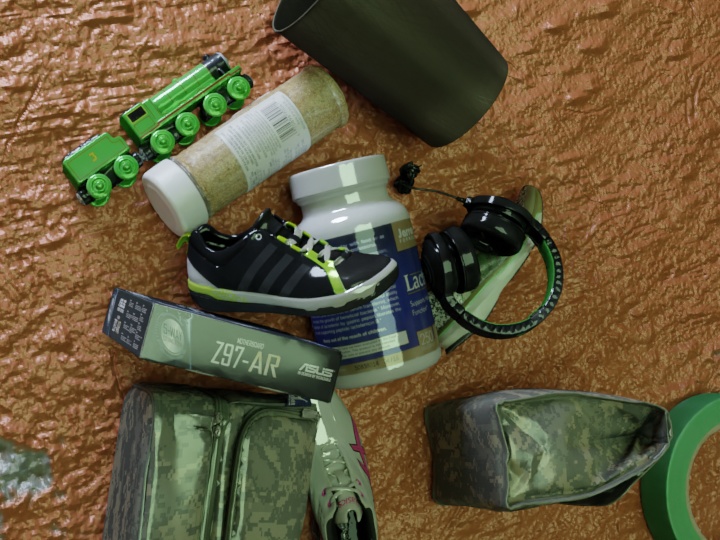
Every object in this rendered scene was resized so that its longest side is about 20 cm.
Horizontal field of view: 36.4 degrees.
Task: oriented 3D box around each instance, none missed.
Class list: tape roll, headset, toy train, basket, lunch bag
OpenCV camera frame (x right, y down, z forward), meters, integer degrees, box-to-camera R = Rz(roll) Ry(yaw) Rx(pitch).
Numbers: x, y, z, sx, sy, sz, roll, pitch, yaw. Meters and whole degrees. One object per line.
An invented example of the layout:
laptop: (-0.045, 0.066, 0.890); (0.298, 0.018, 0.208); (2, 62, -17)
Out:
tape roll: (0.407, 0.240, 1.228); (0.198, 0.048, 0.203); (1, 88, -23)
headset: (0.104, -0.023, 1.057); (0.123, 0.094, 0.201); (-38, 85, -16)
toy train: (-0.184, -0.131, 0.996); (0.200, 0.042, 0.057); (-40, 92, -20)
basket: (0.035, -0.225, 1.045); (0.199, 0.136, 0.181); (39, 41, -24)
lunch bag: (-0.125, 0.196, 0.951); (0.166, 0.139, 0.203); (9, 83, -24)
lunch bag: (0.185, 0.172, 1.071); (0.198, 0.164, 0.119); (-4, 83, -23)

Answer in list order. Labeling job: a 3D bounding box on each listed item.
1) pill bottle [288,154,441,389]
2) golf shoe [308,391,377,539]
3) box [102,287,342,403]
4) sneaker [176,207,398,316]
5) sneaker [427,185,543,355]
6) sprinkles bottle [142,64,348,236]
pill bottle: (0.000, 0.000, 1.026); (0.115, 0.115, 0.202); (-15, 94, -23)
golf shoe: (-0.019, 0.197, 1.022); (0.072, 0.092, 0.202); (-16, 92, -20)
box: (-0.123, 0.060, 0.923); (0.159, 0.200, 0.044); (16, 87, -21)
sneaker: (-0.067, -0.011, 0.938); (0.197, 0.072, 0.084); (-2, 109, 15)
sneaker: (0.114, -0.018, 1.106); (0.088, 0.077, 0.201); (36, 70, -5)
sprinkles bottle: (-0.104, -0.112, 1.013); (0.199, 0.068, 0.069); (-37, 102, -21)
